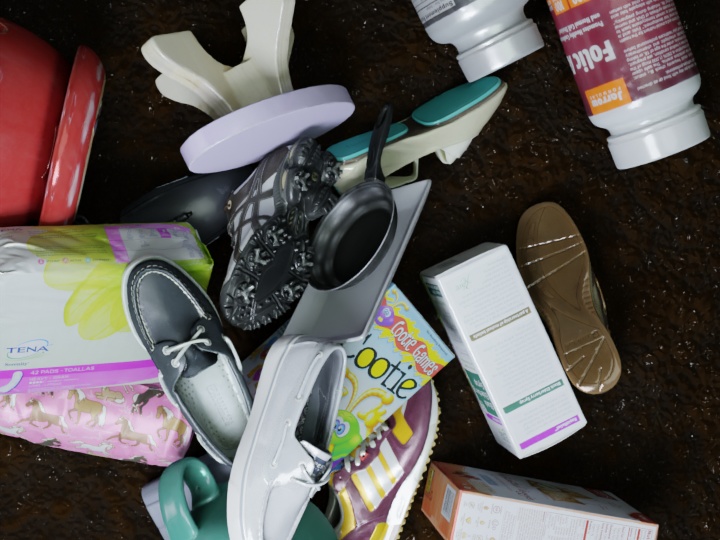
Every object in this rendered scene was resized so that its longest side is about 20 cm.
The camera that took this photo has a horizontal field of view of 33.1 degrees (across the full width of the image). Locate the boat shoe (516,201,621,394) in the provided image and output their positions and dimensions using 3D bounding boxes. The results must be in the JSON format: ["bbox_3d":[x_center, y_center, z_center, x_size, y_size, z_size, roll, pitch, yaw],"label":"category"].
[{"bbox_3d":[0.211,0.030,1.216,0.072,0.072,0.200,-23,75,11],"label":"boat shoe"}]

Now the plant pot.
[{"bbox_3d":[-0.328,-0.123,1.064,0.182,0.200,0.201,14,91,-13],"label":"plant pot"}]

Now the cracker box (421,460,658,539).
[{"bbox_3d":[0.172,0.241,1.187,0.200,0.134,0.058,12,91,-9],"label":"cracker box"}]

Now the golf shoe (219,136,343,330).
[{"bbox_3d":[-0.089,-0.031,1.119,0.078,0.094,0.200,48,55,-35],"label":"golf shoe"}]

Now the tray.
[{"bbox_3d":[0.000,0.000,1.122,0.022,0.107,0.200,51,45,-30],"label":"tray"}]

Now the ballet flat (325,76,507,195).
[{"bbox_3d":[0.058,-0.125,1.191,0.200,0.069,0.070,-24,96,-4],"label":"ballet flat"}]

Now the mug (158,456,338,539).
[{"bbox_3d":[-0.118,0.274,1.091,0.185,0.114,0.152,24,115,4],"label":"mug"}]

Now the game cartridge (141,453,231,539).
[{"bbox_3d":[-0.110,0.270,1.177,0.133,0.041,0.200,-28,97,11],"label":"game cartridge"}]

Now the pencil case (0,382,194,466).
[{"bbox_3d":[-0.251,0.130,1.148,0.200,0.087,0.083,14,61,-9],"label":"pencil case"}]

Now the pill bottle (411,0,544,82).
[{"bbox_3d":[0.096,-0.287,1.157,0.111,0.111,0.200,-28,97,-6],"label":"pill bottle"}]

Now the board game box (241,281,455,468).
[{"bbox_3d":[-0.029,0.100,1.154,0.200,0.105,0.103,-42,115,-3],"label":"board game box"}]

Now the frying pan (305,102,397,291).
[{"bbox_3d":[-0.005,-0.058,1.122,0.115,0.190,0.031,-32,129,34],"label":"frying pan"}]

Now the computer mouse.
[{"bbox_3d":[-0.175,-0.018,1.166,0.200,0.046,0.141,-22,96,-6],"label":"computer mouse"}]

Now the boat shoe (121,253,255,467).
[{"bbox_3d":[-0.137,0.078,1.028,0.076,0.060,0.200,-33,108,-9],"label":"boat shoe"}]

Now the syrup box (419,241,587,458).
[{"bbox_3d":[0.140,0.077,1.200,0.081,0.079,0.200,-25,97,-6],"label":"syrup box"}]

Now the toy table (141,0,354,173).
[{"bbox_3d":[-0.105,-0.171,1.114,0.184,0.200,0.117,-29,86,28],"label":"toy table"}]

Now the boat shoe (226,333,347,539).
[{"bbox_3d":[-0.054,0.153,1.015,0.072,0.068,0.200,35,65,-46],"label":"boat shoe"}]

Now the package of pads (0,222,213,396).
[{"bbox_3d":[-0.240,0.032,1.071,0.200,0.068,0.155,-4,131,-29],"label":"package of pads"}]

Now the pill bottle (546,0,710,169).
[{"bbox_3d":[0.263,-0.209,1.184,0.114,0.114,0.200,-22,96,-6],"label":"pill bottle"}]

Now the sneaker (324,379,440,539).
[{"bbox_3d":[0.012,0.188,1.191,0.090,0.075,0.200,18,90,-14],"label":"sneaker"}]
